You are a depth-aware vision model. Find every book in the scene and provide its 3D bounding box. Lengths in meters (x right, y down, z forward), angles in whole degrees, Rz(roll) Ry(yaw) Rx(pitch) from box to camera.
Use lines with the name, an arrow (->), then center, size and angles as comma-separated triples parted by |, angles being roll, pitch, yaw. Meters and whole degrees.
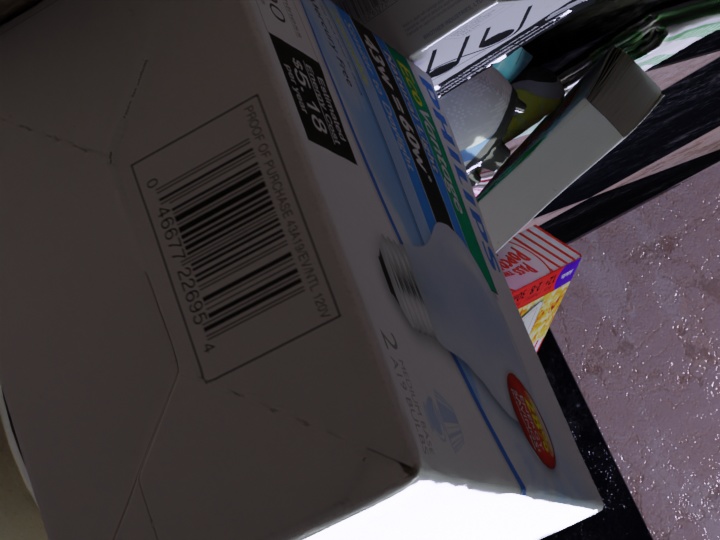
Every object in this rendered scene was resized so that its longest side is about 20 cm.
book -> 0.117, -0.066, 1.068 | 0.134, 0.048, 0.200 | -44, -179, 20

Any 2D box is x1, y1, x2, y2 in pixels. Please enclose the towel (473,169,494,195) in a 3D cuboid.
towel -> 0.044, -0.041, 1.543 | 0.146, 0.030, 0.200 | -22, 174, -32

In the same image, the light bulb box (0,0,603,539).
light bulb box -> -0.028, 0.014, 0.601 | 0.125, 0.198, 0.200 | -26, 162, 17

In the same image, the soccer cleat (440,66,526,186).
soccer cleat -> 0.005, -0.060, 0.899 | 0.200, 0.086, 0.070 | -42, -159, 50

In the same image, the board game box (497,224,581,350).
board game box -> 0.066, 0.077, 1.196 | 0.151, 0.046, 0.200 | -24, 142, -53

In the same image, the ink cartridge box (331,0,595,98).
ink cartridge box -> 0.003, -0.091, 0.752 | 0.200, 0.044, 0.094 | -29, 172, 37

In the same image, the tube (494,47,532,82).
tube -> 0.009, -0.073, 0.981 | 0.200, 0.050, 0.077 | -31, 179, 11

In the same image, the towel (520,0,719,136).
towel -> 0.191, -0.146, 1.232 | 0.152, 0.023, 0.200 | -22, 174, -41

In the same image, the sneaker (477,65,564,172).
sneaker -> 0.038, -0.060, 1.054 | 0.200, 0.076, 0.075 | -27, 173, 2

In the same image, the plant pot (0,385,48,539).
plant pot -> -0.171, 0.051, 0.750 | 0.200, 0.188, 0.187 | -11, -177, 30
